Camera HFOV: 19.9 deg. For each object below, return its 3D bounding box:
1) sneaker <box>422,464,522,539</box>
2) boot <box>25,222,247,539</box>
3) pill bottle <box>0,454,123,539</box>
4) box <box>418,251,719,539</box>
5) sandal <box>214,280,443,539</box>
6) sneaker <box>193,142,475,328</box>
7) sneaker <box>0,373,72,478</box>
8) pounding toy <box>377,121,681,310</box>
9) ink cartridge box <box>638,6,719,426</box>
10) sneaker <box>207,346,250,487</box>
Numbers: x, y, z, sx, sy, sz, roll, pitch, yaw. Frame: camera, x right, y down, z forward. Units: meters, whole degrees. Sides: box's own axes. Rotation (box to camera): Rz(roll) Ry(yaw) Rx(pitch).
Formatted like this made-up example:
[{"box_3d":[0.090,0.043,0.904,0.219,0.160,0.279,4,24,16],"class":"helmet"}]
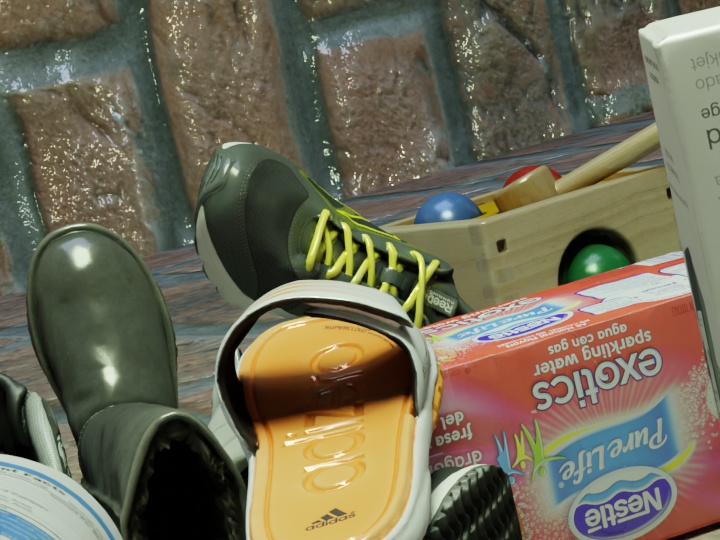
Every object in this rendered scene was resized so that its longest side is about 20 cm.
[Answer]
[{"box_3d":[-0.007,0.115,0.680,0.089,0.071,0.200,-8,10,23],"class":"sneaker"},{"box_3d":[-0.098,0.065,0.880,0.072,0.184,0.200,-19,2,-6],"class":"boot"},{"box_3d":[-0.132,0.124,0.686,0.111,0.113,0.200,-13,5,1],"class":"pill bottle"},{"box_3d":[0.081,0.063,0.839,0.198,0.096,0.100,-16,8,-17],"class":"box"},{"box_3d":[-0.011,0.038,0.698,0.078,0.060,0.207,-15,19,1],"class":"sandal"},{"box_3d":[0.000,0.000,0.968,0.084,0.075,0.200,-1,-29,36],"class":"sneaker"},{"box_3d":[-0.160,0.101,0.939,0.074,0.117,0.200,-16,7,-22],"class":"sneaker"},{"box_3d":[0.127,-0.022,1.306,0.183,0.144,0.199,-17,7,-28],"class":"pounding toy"},{"box_3d":[0.181,0.006,0.652,0.144,0.202,0.084,-13,8,6],"class":"ink cartridge box"},{"box_3d":[0.013,0.089,0.950,0.198,0.075,0.081,2,48,27],"class":"sneaker"}]
